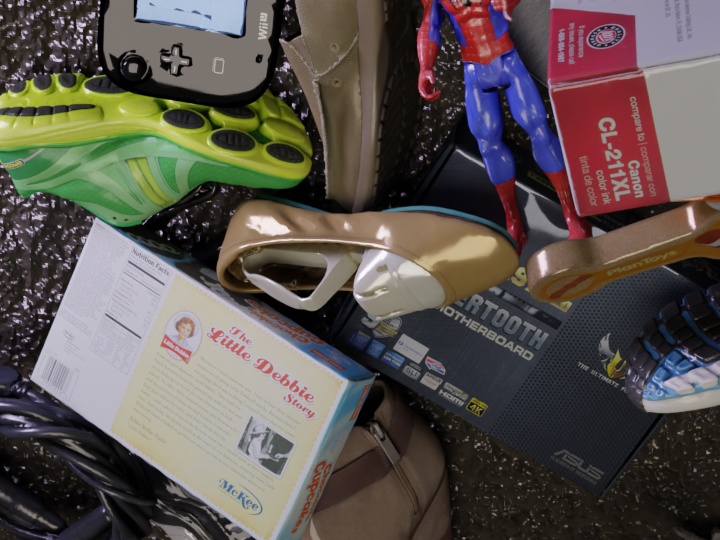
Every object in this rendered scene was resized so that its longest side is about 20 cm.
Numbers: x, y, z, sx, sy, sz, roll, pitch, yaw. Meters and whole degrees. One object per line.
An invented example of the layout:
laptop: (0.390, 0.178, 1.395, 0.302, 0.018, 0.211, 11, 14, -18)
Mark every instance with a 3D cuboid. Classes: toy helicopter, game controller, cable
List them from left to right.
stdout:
cable: (-0.208, 0.136, 1.295, 0.199, 0.051, 0.164, 13, 131, 38)
game controller: (-0.089, -0.190, 1.123, 0.104, 0.042, 0.201, 12, 114, 8)
toy helicopter: (0.181, -0.025, 1.065, 0.199, 0.079, 0.132, -19, 158, 13)

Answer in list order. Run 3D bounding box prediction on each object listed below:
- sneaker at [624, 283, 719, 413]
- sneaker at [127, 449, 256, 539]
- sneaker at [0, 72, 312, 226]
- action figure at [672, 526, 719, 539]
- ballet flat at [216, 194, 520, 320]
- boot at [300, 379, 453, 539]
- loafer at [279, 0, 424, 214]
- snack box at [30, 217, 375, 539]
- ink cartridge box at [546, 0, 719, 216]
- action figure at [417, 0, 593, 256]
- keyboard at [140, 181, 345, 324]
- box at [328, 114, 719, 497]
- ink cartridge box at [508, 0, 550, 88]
sneaker: (0.243, 0.043, 1.132, 0.199, 0.075, 0.087, -24, 129, -11)
sneaker: (-0.061, 0.141, 1.293, 0.199, 0.076, 0.114, 32, 123, -4)
sneaker: (-0.123, -0.072, 1.200, 0.199, 0.074, 0.084, 5, 134, 12)
action figure: (0.209, 0.221, 1.261, 0.200, 0.102, 0.119, 28, 97, -48)
ballet flat: (0.000, 0.000, 1.144, 0.199, 0.063, 0.069, 6, 146, 40)
boot: (-0.015, 0.171, 1.241, 0.070, 0.200, 0.147, 3, 129, 42)
loafer: (-0.006, -0.122, 1.136, 0.067, 0.076, 0.201, 15, 126, 19)
snack box: (-0.098, 0.064, 1.207, 0.200, 0.037, 0.117, 32, 108, 23)
ink cartridge box: (0.198, -0.112, 0.999, 0.199, 0.146, 0.083, -9, 123, 13)
action figure: (0.070, -0.093, 1.070, 0.065, 0.099, 0.201, -12, 109, 17)
keyboard: (-0.104, 0.007, 1.262, 0.200, 0.021, 0.127, -35, 106, 27)
box: (0.104, 0.024, 1.200, 0.199, 0.051, 0.158, 30, 118, -5)
ink cartridge box: (0.174, -0.163, 1.085, 0.200, 0.047, 0.198, 36, 120, -6)
